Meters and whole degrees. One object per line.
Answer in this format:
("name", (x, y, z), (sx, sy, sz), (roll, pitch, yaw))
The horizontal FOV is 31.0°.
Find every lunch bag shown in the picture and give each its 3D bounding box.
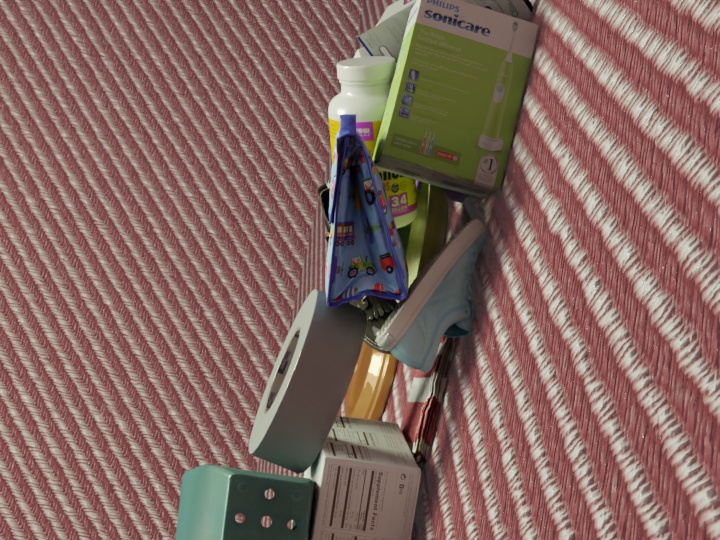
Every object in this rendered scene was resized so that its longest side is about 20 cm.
("lunch bag", (0.000, -0.073, 1.447), (0.151, 0.093, 0.203), (-79, -16, -83))

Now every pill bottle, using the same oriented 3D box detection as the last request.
("pill bottle", (0.014, -0.157, 1.599), (0.104, 0.103, 0.203), (-99, 4, -73))

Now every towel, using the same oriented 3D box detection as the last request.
("towel", (0.078, 0.127, 1.542), (0.144, 0.022, 0.203), (145, 139, -80))

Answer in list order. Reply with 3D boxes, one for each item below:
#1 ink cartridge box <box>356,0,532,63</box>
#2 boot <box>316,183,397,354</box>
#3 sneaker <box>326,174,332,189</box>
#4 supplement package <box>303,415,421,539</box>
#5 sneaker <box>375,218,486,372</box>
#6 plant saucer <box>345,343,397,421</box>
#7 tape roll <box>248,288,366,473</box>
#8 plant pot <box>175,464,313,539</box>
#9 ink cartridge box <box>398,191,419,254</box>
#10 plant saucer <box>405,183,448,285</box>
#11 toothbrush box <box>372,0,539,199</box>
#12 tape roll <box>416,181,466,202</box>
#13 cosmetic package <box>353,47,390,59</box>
("ink cartridge box", (0.102, -0.304, 1.581), (0.198, 0.095, 0.037), (-27, 34, 24))
("boot", (0.000, 0.000, 1.717), (0.201, 0.069, 0.175), (53, 166, 32))
("sneaker", (0.024, -0.174, 1.729), (0.200, 0.075, 0.116), (-43, 31, 37))
("supplement package", (-0.007, 0.268, 1.486), (0.200, 0.109, 0.158), (-123, 41, -81))
("sneaker", (0.096, 0.032, 1.441), (0.201, 0.082, 0.074), (-52, 5, -27))
("plant saucer", (0.017, 0.146, 1.911), (0.200, 0.037, 0.203), (-165, 90, -83))
("tape roll", (-0.061, 0.126, 1.482), (0.200, 0.065, 0.203), (-158, 90, -82))
("plant pot", (-0.120, 0.285, 1.417), (0.200, 0.139, 0.143), (134, 144, -67))
("ink cartridge box", (0.066, -0.077, 1.809), (0.200, 0.075, 0.150), (114, 169, -65))
("plant saucer", (0.078, -0.016, 1.595), (0.200, 0.031, 0.203), (-170, 90, -88))
("toothbrush box", (0.109, -0.202, 1.512), (0.086, 0.144, 0.203), (152, 133, -81))
("tape roll", (0.126, -0.194, 1.678), (0.200, 0.065, 0.203), (-164, 90, -82))
("cosmetic package", (0.048, -0.234, 1.968), (0.102, 0.073, 0.202), (126, 124, -69))
